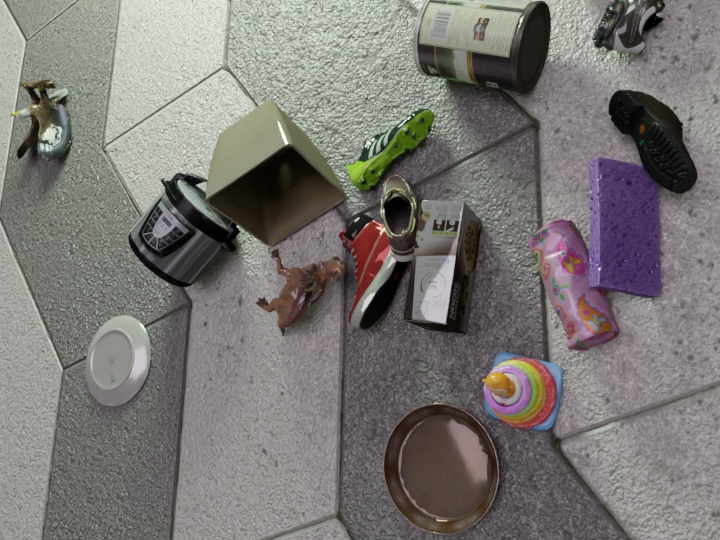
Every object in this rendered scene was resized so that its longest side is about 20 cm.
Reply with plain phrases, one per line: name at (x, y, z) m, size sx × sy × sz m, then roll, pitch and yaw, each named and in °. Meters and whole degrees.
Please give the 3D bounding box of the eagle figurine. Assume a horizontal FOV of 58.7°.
eagle figurine at (-0.839, -0.394, 1.678) m, size 0.152 × 0.149 × 0.203 m, roll -142°, pitch 45°, yaw -67°

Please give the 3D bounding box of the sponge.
sponge at (0.399, -0.065, 0.968) m, size 0.110 × 0.030 × 0.203 m, roll 8°, pitch 78°, yaw -15°

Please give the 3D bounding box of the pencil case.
pencil case at (0.327, 0.021, 0.993) m, size 0.087 × 0.087 × 0.202 m, roll -25°, pitch 67°, yaw 19°

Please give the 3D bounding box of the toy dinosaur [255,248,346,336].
toy dinosaur at (-0.117, 0.049, 1.184) m, size 0.135 × 0.085 × 0.202 m, roll 36°, pitch 110°, yaw 41°

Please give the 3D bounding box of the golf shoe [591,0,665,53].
golf shoe at (0.463, -0.447, 1.051) m, size 0.094 × 0.078 × 0.202 m, roll 26°, pitch 92°, yaw 12°

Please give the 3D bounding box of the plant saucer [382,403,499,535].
plant saucer at (0.132, 0.321, 1.044) m, size 0.198 × 0.034 × 0.203 m, roll -7°, pitch 74°, yaw 26°

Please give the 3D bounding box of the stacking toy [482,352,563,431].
stacking toy at (0.222, 0.174, 0.939) m, size 0.115 × 0.200 × 0.111 m, roll 11°, pitch 82°, yaw 27°

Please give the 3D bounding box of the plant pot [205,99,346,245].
plant pot at (-0.175, -0.204, 1.247) m, size 0.198 × 0.200 × 0.179 m, roll -30°, pitch 55°, yaw 17°

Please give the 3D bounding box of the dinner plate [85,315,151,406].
dinner plate at (-0.548, 0.199, 1.425) m, size 0.198 × 0.024 × 0.203 m, roll -6°, pitch 76°, yaw 26°

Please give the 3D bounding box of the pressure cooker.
pressure cooker at (-0.353, -0.092, 1.312) m, size 0.200 × 0.175 × 0.179 m, roll -46°, pitch 38°, yaw 9°

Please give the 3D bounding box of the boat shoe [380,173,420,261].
boat shoe at (0.069, -0.108, 1.129) m, size 0.071 × 0.060 × 0.202 m, roll -9°, pitch 48°, yaw 8°

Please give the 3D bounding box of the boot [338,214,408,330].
boot at (0.000, 0.000, 1.171) m, size 0.143 × 0.072 × 0.202 m, roll 23°, pitch 80°, yaw 30°

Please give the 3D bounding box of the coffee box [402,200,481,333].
coffee box at (0.140, -0.003, 1.074) m, size 0.079 × 0.113 × 0.203 m, roll 5°, pitch 79°, yaw 27°

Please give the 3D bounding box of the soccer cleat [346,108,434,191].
soccer cleat at (0.052, -0.239, 1.207) m, size 0.200 × 0.067 × 0.081 m, roll -42°, pitch 50°, yaw 12°

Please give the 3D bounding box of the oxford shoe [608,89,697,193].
oxford shoe at (0.463, -0.203, 0.971) m, size 0.083 × 0.073 × 0.202 m, roll -5°, pitch 58°, yaw -16°

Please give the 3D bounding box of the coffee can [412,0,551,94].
coffee can at (0.211, -0.400, 1.116) m, size 0.198 × 0.146 × 0.148 m, roll 20°, pitch 87°, yaw 29°
